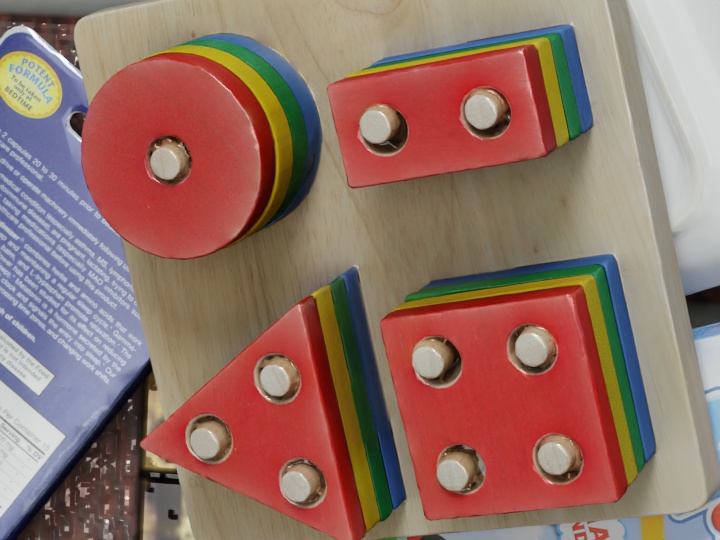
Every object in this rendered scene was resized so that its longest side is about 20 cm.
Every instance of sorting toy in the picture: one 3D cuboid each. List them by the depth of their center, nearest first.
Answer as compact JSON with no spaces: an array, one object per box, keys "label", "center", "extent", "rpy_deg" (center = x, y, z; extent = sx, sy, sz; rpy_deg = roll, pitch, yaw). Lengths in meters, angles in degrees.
[{"label":"sorting toy","center":[0.000,0.000,0.838],"extent":[0.198,0.070,0.201],"rpy_deg":[-8,102,26]}]

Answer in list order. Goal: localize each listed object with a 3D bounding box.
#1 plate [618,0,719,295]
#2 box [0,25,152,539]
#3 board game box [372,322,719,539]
[{"label":"plate","center":[0.039,-0.065,0.865],"extent":[0.199,0.032,0.201],"rpy_deg":[-21,98,30]},{"label":"box","center":[-0.141,0.020,0.942],"extent":[0.121,0.032,0.200],"rpy_deg":[41,102,4]},{"label":"board game box","center":[0.085,0.107,0.887],"extent":[0.199,0.037,0.152],"rpy_deg":[-15,92,25]}]
